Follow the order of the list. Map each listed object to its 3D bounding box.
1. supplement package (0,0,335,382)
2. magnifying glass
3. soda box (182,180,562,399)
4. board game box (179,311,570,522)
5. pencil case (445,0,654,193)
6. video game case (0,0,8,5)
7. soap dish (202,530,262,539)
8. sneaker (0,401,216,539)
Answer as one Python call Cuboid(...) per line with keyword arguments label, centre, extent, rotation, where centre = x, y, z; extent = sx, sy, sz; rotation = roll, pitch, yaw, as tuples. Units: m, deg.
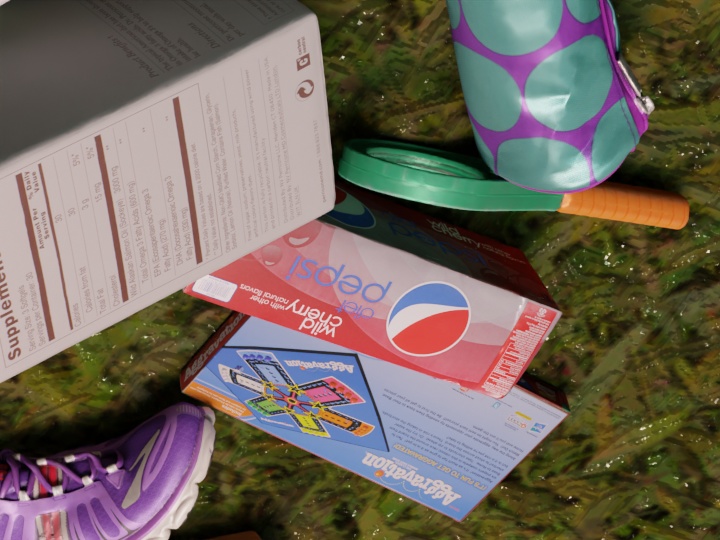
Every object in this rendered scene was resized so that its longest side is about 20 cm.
Cuboid(label="supplement package", centre=(-0.127, -0.057, 1.126), extent=(0.200, 0.117, 0.117), rotation=(-28, 136, -24))
Cuboid(label="magnifying glass", centre=(0.081, -0.042, 1.262), extent=(0.200, 0.080, 0.022), rotation=(5, 103, -27))
Cuboid(label="soda box", centre=(0.000, 0.000, 1.266), extent=(0.200, 0.070, 0.063), rotation=(21, 111, -26))
Cuboid(label="board game box", centre=(0.010, 0.069, 1.370), extent=(0.200, 0.019, 0.103), rotation=(27, 119, -28))
Cuboid(label="pencil case", centre=(0.084, -0.137, 1.166), extent=(0.092, 0.085, 0.200), rotation=(-3, 133, 16))
Cuboid(label="video game case", centre=(-0.137, -0.227, 1.037), extent=(0.200, 0.023, 0.182), rotation=(-27, 96, 13))
Cuboid(label="soap dish", centre=(-0.105, 0.247, 1.462), extent=(0.157, 0.081, 0.200), rotation=(-12, 130, 1))
Cuboid(label="sneaker", centre=(-0.167, 0.128, 1.355), extent=(0.200, 0.081, 0.083), rotation=(-30, 122, 18))
